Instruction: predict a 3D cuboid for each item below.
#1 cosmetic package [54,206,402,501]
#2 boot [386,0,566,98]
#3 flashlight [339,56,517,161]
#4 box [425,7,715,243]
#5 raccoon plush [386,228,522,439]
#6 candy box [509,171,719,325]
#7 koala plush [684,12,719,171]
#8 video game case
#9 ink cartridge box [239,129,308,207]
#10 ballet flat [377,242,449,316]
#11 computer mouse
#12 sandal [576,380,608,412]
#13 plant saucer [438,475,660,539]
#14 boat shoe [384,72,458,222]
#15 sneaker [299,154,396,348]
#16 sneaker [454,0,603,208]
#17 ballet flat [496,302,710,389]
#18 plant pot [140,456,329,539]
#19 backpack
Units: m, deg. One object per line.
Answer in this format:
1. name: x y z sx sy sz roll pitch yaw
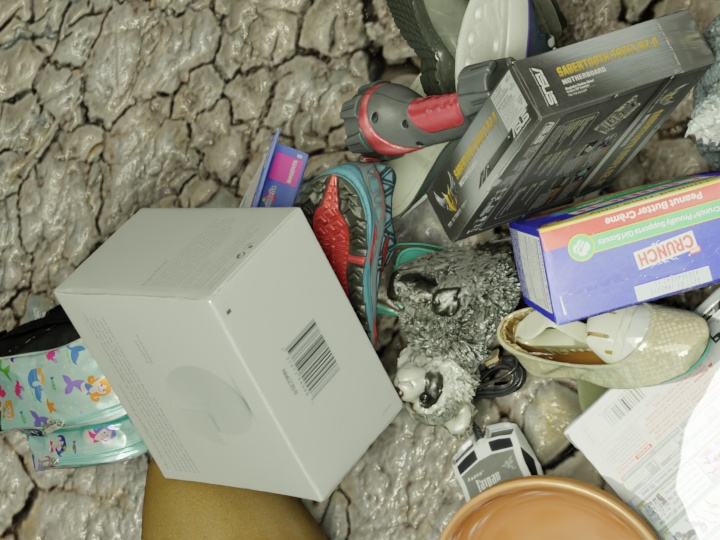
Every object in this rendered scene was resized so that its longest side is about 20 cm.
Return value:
1. cosmetic package: -0.105 0.062 1.540 0.199 0.201 0.123 1 38 44
2. boot: 0.098 -0.221 1.625 0.130 0.202 0.068 -26 17 -14
3. flashlight: 0.060 -0.132 1.546 0.199 0.067 0.069 -11 87 58
4. box: 0.151 -0.105 1.429 0.157 0.200 0.049 -20 73 -24
5. raccoon plush: 0.108 0.052 1.588 0.097 0.198 0.135 -144 39 -64
6. candy box: 0.206 -0.021 1.450 0.167 0.200 0.078 -14 94 -1
7. koala plush: 0.312 -0.144 1.463 0.182 0.200 0.179 17 86 32
8. video game case: 0.287 0.126 1.473 0.200 0.045 0.182 -44 75 13
9. ink cartridge box: -0.089 -0.032 1.673 0.042 0.200 0.120 18 70 -5
10. ballet flat: 0.023 0.008 1.660 0.198 0.070 0.068 8 88 -2
11. computer mouse: 0.112 0.167 1.593 0.109 0.044 0.202 -28 59 16
12. sandal: 0.198 0.051 1.562 0.079 0.057 0.203 -19 69 25
13. plant saucer: 0.154 0.249 1.501 0.198 0.037 0.202 6 110 18
14. boat shoe: 0.062 -0.119 1.679 0.073 0.062 0.201 36 76 7
15. sneaker: 0.000 0.000 1.579 0.079 0.095 0.202 24 126 24
16. sneaker: 0.158 -0.142 1.592 0.080 0.145 0.203 11 100 59
17. ballet flat: 0.179 0.054 1.480 0.199 0.062 0.068 -9 56 53
18. plant pot: -0.115 0.238 1.639 0.186 0.186 0.201 -40 47 15
19. backpack: -0.218 0.090 1.708 0.199 0.177 0.152 -21 92 42
